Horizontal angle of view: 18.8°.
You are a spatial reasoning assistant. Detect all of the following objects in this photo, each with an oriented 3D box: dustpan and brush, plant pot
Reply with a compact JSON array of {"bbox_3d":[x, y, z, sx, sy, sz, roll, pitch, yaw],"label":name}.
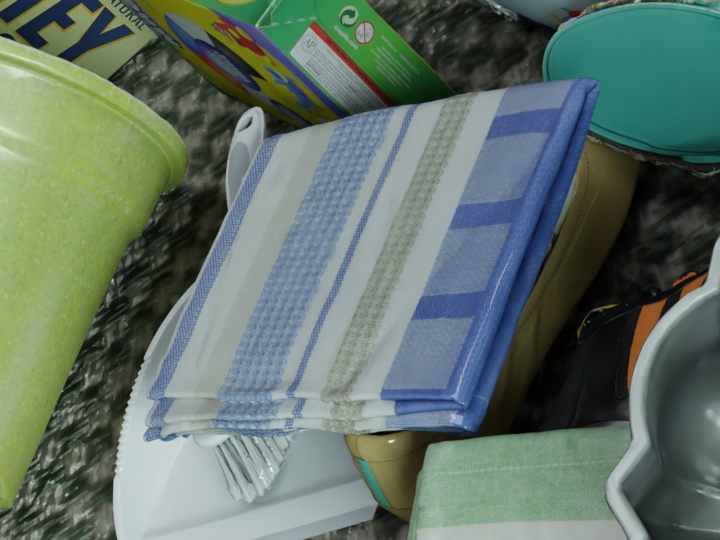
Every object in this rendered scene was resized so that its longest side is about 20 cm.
[{"bbox_3d":[-0.047,0.020,0.930,0.139,0.057,0.201,-19,45,33],"label":"dustpan and brush"},{"bbox_3d":[-0.198,0.006,1.007,0.200,0.200,0.185,-2,67,43],"label":"plant pot"}]

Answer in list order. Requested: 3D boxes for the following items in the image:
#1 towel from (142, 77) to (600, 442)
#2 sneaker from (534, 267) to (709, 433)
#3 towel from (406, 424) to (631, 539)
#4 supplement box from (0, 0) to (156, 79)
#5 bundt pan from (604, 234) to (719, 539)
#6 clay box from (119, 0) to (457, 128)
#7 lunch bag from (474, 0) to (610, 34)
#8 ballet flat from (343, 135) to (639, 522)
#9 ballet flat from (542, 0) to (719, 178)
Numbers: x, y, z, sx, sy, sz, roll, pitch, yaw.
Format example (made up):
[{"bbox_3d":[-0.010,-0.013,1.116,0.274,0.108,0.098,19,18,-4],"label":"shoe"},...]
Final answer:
[{"bbox_3d":[0.000,0.000,0.834,0.199,0.024,0.148,-7,55,50],"label":"towel"},{"bbox_3d":[0.117,0.021,0.754,0.200,0.070,0.090,-52,46,-3],"label":"sneaker"},{"bbox_3d":[0.071,0.149,0.681,0.152,0.023,0.201,-7,71,39],"label":"towel"},{"bbox_3d":[-0.209,-0.185,1.211,0.200,0.134,0.200,-41,38,9],"label":"supplement box"},{"bbox_3d":[0.166,0.072,0.604,0.200,0.076,0.203,-1,75,2],"label":"bundt pan"},{"bbox_3d":[-0.052,-0.115,1.011,0.048,0.115,0.200,-54,37,-8],"label":"clay box"},{"bbox_3d":[0.116,-0.198,0.946,0.200,0.082,0.161,-50,35,-4],"label":"lunch bag"},{"bbox_3d":[0.053,0.001,0.847,0.068,0.063,0.201,6,62,39],"label":"ballet flat"},{"bbox_3d":[0.162,-0.072,0.810,0.199,0.064,0.076,4,96,42],"label":"ballet flat"}]
